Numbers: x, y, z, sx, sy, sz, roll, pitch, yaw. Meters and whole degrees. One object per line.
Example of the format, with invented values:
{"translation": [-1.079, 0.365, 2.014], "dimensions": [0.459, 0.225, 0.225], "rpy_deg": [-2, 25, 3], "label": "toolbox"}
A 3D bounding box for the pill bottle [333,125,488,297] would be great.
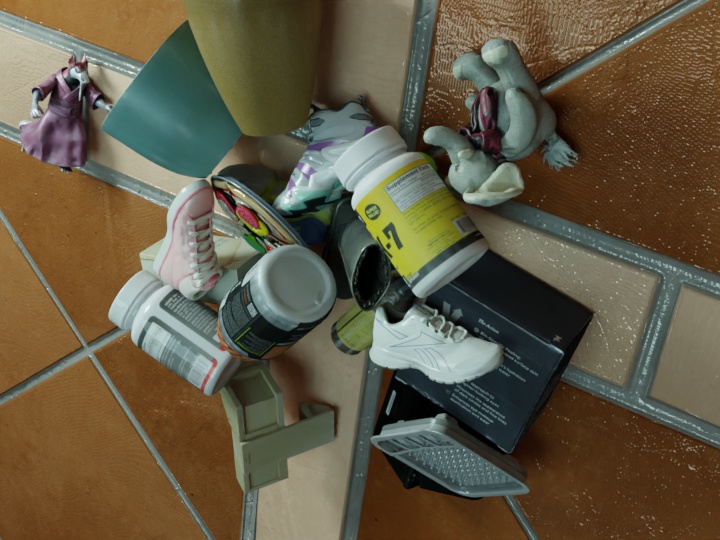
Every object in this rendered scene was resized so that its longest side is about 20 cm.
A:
{"translation": [0.061, -0.076, 1.372], "dimensions": [0.200, 0.114, 0.114], "rpy_deg": [54, 132, 9], "label": "pill bottle"}

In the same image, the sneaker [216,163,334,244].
{"translation": [-0.130, -0.089, 1.625], "dimensions": [0.200, 0.076, 0.105], "rpy_deg": [20, 124, 24], "label": "sneaker"}

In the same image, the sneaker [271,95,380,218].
{"translation": [-0.059, -0.170, 1.520], "dimensions": [0.200, 0.078, 0.140], "rpy_deg": [-30, 74, 19], "label": "sneaker"}

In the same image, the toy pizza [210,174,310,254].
{"translation": [-0.149, -0.063, 1.584], "dimensions": [0.200, 0.032, 0.200], "rpy_deg": [39, 167, 11], "label": "toy pizza"}

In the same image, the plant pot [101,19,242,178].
{"translation": [-0.246, -0.228, 1.556], "dimensions": [0.161, 0.201, 0.201], "rpy_deg": [39, 132, -10], "label": "plant pot"}

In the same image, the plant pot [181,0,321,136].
{"translation": [-0.129, -0.287, 1.443], "dimensions": [0.186, 0.186, 0.201], "rpy_deg": [7, 118, 32], "label": "plant pot"}

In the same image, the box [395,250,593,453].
{"translation": [0.180, 0.104, 1.487], "dimensions": [0.196, 0.117, 0.200], "rpy_deg": [33, 129, 17], "label": "box"}

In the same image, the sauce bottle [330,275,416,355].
{"translation": [0.034, 0.056, 1.597], "dimensions": [0.065, 0.065, 0.200], "rpy_deg": [51, 132, 1], "label": "sauce bottle"}

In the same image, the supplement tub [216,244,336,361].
{"translation": [-0.127, 0.054, 1.554], "dimensions": [0.123, 0.122, 0.200], "rpy_deg": [51, 143, 0], "label": "supplement tub"}

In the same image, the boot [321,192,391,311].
{"translation": [-0.002, 0.001, 1.512], "dimensions": [0.200, 0.072, 0.182], "rpy_deg": [-121, 26, -57], "label": "boot"}

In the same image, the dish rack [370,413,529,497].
{"translation": [0.132, 0.262, 1.555], "dimensions": [0.200, 0.044, 0.172], "rpy_deg": [35, 150, -22], "label": "dish rack"}

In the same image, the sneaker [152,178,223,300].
{"translation": [-0.236, -0.037, 1.600], "dimensions": [0.105, 0.075, 0.200], "rpy_deg": [44, 133, 18], "label": "sneaker"}

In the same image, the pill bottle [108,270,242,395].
{"translation": [-0.278, 0.093, 1.672], "dimensions": [0.200, 0.114, 0.114], "rpy_deg": [34, 129, 7], "label": "pill bottle"}

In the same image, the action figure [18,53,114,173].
{"translation": [-0.476, -0.267, 1.776], "dimensions": [0.200, 0.134, 0.149], "rpy_deg": [-66, 29, 25], "label": "action figure"}

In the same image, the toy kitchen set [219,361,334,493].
{"translation": [-0.154, 0.222, 1.810], "dimensions": [0.181, 0.163, 0.200], "rpy_deg": [51, 150, 45], "label": "toy kitchen set"}

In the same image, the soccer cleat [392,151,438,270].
{"translation": [0.048, -0.075, 1.505], "dimensions": [0.067, 0.081, 0.200], "rpy_deg": [32, 128, 16], "label": "soccer cleat"}

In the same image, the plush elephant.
{"translation": [0.152, -0.160, 1.327], "dimensions": [0.200, 0.155, 0.165], "rpy_deg": [49, 174, -16], "label": "plush elephant"}

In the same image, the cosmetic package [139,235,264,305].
{"translation": [-0.240, -0.003, 1.729], "dimensions": [0.200, 0.104, 0.073], "rpy_deg": [7, 119, 30], "label": "cosmetic package"}

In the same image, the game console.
{"translation": [0.125, 0.237, 1.663], "dimensions": [0.176, 0.116, 0.200], "rpy_deg": [53, 139, 40], "label": "game console"}

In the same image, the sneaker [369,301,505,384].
{"translation": [0.094, 0.092, 1.420], "dimensions": [0.200, 0.074, 0.087], "rpy_deg": [8, 113, 31], "label": "sneaker"}
